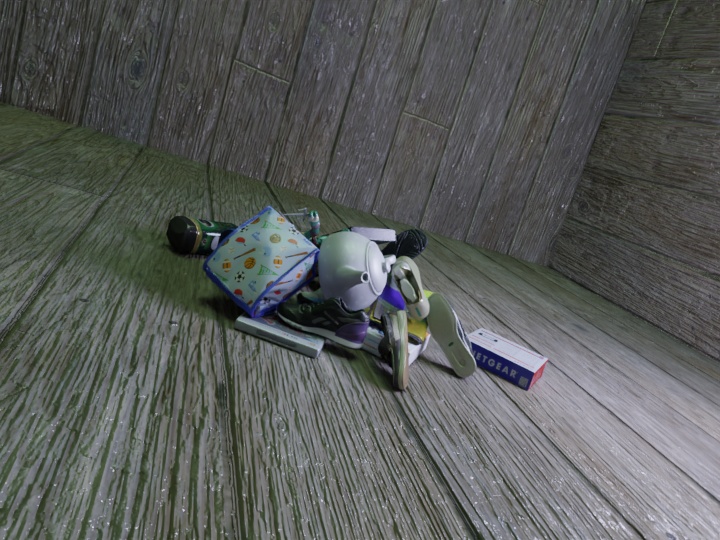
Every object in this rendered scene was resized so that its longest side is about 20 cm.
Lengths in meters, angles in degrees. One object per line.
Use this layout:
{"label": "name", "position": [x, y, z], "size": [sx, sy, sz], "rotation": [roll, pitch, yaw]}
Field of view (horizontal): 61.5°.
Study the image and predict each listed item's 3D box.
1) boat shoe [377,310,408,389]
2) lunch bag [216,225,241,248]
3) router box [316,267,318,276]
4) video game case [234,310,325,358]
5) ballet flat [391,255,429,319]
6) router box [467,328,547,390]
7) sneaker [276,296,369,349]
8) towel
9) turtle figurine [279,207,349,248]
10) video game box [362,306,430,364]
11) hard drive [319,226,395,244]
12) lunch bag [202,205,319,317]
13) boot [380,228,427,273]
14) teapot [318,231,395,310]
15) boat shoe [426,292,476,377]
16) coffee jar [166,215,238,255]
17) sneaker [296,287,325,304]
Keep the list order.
{"label": "boat shoe", "position": [0.067, 0.162, 1.247], "size": [0.063, 0.073, 0.203], "rotation": [-3, 41, 5]}
{"label": "lunch bag", "position": [-0.244, -0.024, 1.472], "size": [0.195, 0.139, 0.132], "rotation": [21, 13, 5]}
{"label": "router box", "position": [-0.167, -0.034, 1.642], "size": [0.196, 0.054, 0.156], "rotation": [9, -21, -37]}
{"label": "video game case", "position": [-0.155, 0.115, 1.286], "size": [0.178, 0.024, 0.200], "rotation": [20, 12, 2]}
{"label": "ballet flat", "position": [0.108, 0.026, 1.413], "size": [0.068, 0.070, 0.202], "rotation": [11, 36, -30]}
{"label": "router box", "position": [0.365, 0.221, 1.549], "size": [0.197, 0.050, 0.178], "rotation": [25, 14, 25]}
{"label": "sneaker", "position": [-0.075, 0.087, 1.265], "size": [0.195, 0.090, 0.076], "rotation": [19, 13, 2]}
{"label": "towel", "position": [0.101, 0.085, 1.419], "size": [0.141, 0.023, 0.201], "rotation": [26, 36, 2]}
{"label": "turtle figurine", "position": [-0.127, -0.082, 1.443], "size": [0.196, 0.104, 0.148], "rotation": [12, -10, -39]}
{"label": "video game box", "position": [0.056, 0.149, 1.403], "size": [0.179, 0.048, 0.199], "rotation": [26, 14, 15]}
{"label": "hard drive", "position": [-0.013, -0.087, 1.650], "size": [0.136, 0.034, 0.199], "rotation": [2, -5, -29]}
{"label": "lunch bag", "position": [-0.213, -0.009, 1.292], "size": [0.169, 0.125, 0.199], "rotation": [37, 55, 19]}
{"label": "boot", "position": [0.109, -0.031, 1.696], "size": [0.077, 0.198, 0.168], "rotation": [56, 7, 15]}
{"label": "teapot", "position": [0.000, 0.000, 1.372], "size": [0.142, 0.204, 0.199], "rotation": [-9, -38, 18]}
{"label": "boat shoe", "position": [0.209, 0.148, 1.399], "size": [0.204, 0.071, 0.067], "rotation": [65, 19, 10]}
{"label": "coffee jar", "position": [-0.412, -0.088, 1.614], "size": [0.197, 0.087, 0.104], "rotation": [7, 20, -48]}
{"label": "sneaker", "position": [-0.079, 0.056, 1.458], "size": [0.074, 0.089, 0.197], "rotation": [-14, -16, 39]}
